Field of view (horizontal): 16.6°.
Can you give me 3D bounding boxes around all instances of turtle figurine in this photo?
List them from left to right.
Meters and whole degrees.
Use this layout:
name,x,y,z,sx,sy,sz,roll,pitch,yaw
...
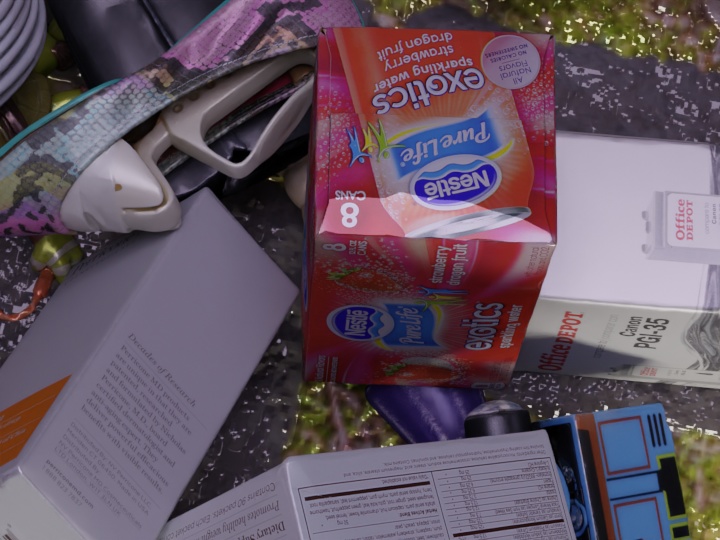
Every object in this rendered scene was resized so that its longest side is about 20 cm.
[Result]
name,x,y,z,sx,sy,sz,roll,pitch,yaw
turtle figurine,-0.175,-0.084,1.200,0.161,0.065,0.200,-34,66,-17

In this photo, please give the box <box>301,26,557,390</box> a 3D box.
name,x,y,z,sx,sy,sz,roll,pitch,yaw
box,0.025,-0.021,1.064,0.099,0.200,0.096,2,70,-2

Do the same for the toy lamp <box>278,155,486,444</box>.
name,x,y,z,sx,sy,sz,roll,pitch,yaw
toy lamp,0.000,0.000,1.190,0.058,0.058,0.201,-27,78,-8

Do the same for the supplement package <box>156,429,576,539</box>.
name,x,y,z,sx,sy,sz,roll,pitch,yaw
supplement package,-0.005,0.194,1.046,0.146,0.191,0.201,-3,72,-38

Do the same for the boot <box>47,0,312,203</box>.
name,x,y,z,sx,sy,sz,roll,pitch,yaw
boot,-0.069,-0.144,1.170,0.164,0.066,0.201,-29,73,0

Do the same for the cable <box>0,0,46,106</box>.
name,x,y,z,sx,sy,sz,roll,pitch,yaw
cable,-0.246,-0.108,1.139,0.199,0.070,0.200,-31,39,-21

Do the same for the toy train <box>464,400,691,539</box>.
name,x,y,z,sx,sy,sz,roll,pitch,yaw
toy train,0.098,0.156,1.127,0.114,0.087,0.201,-5,81,-33

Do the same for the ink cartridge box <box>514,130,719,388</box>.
name,x,y,z,sx,sy,sz,roll,pitch,yaw
ink cartridge box,0.171,0.001,1.147,0.198,0.147,0.083,4,74,1

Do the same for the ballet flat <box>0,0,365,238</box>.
name,x,y,z,sx,sy,sz,roll,pitch,yaw
ballet flat,-0.081,-0.062,1.091,0.199,0.069,0.071,-35,70,-7

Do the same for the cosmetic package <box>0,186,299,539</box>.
name,x,y,z,sx,sy,sz,roll,pitch,yaw
cosmetic package,-0.114,0.062,1.078,0.071,0.101,0.200,49,39,-16

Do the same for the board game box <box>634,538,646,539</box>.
name,x,y,z,sx,sy,sz,roll,pitch,yaw
board game box,0.079,0.224,0.933,0.165,0.057,0.201,-21,86,-39
